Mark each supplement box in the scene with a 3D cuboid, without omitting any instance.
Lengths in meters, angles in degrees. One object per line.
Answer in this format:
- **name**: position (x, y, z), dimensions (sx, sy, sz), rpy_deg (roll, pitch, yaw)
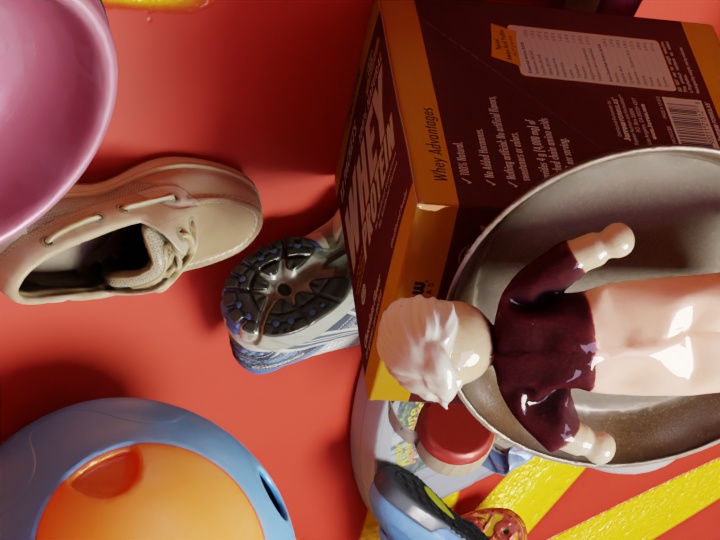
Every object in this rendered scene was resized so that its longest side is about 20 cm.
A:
- **supplement box**: position (0.102, -0.036, 1.151), dimensions (0.200, 0.197, 0.133), rpy_deg (4, 129, -11)

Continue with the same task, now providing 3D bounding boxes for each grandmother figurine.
- **grandmother figurine**: position (0.107, 0.035, 1.011), dimensions (0.200, 0.061, 0.121), rpy_deg (-1, 100, -4)

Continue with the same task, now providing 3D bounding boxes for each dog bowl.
- **dog bowl**: position (-0.200, -0.085, 0.973), dimensions (0.200, 0.074, 0.200), rpy_deg (-26, 142, -23)

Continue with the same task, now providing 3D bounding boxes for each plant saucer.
- **plant saucer**: position (0.137, 0.015, 1.050), dimensions (0.200, 0.032, 0.200), rpy_deg (-4, 126, -5)

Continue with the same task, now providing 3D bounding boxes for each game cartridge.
- **game cartridge**: position (0.056, 0.084, 1.428), dimensions (0.133, 0.041, 0.200), rpy_deg (-19, 138, -24)

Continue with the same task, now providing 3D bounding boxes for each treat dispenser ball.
- **treat dispenser ball**: position (-0.134, 0.172, 1.189), dimensions (0.201, 0.201, 0.201), rpy_deg (-26, 141, -23)

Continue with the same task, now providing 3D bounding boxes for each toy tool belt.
- **toy tool belt**: position (0.091, 0.068, 1.306), dimensions (0.200, 0.125, 0.123), rpy_deg (-50, 169, -30)

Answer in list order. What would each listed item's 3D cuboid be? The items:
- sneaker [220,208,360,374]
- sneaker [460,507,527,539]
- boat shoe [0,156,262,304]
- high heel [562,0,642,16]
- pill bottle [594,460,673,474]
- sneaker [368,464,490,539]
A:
- **sneaker**: position (0.000, 0.000, 1.267), dimensions (0.200, 0.077, 0.085), rpy_deg (-25, 155, -23)
- **sneaker**: position (0.053, 0.250, 1.582), dimensions (0.200, 0.073, 0.077), rpy_deg (-50, 166, 16)
- **boat shoe**: position (-0.121, -0.014, 1.124), dimensions (0.200, 0.065, 0.072), rpy_deg (-5, 129, -47)
- **high heel**: position (0.153, -0.139, 1.259), dimensions (0.096, 0.067, 0.200), rpy_deg (-19, 136, -14)
- **pill bottle**: position (0.190, 0.032, 1.432), dimensions (0.116, 0.116, 0.200), rpy_deg (-20, 138, -30)
- **sneaker**: position (0.044, 0.198, 1.448), dimensions (0.078, 0.066, 0.200), rpy_deg (-39, 146, 3)
